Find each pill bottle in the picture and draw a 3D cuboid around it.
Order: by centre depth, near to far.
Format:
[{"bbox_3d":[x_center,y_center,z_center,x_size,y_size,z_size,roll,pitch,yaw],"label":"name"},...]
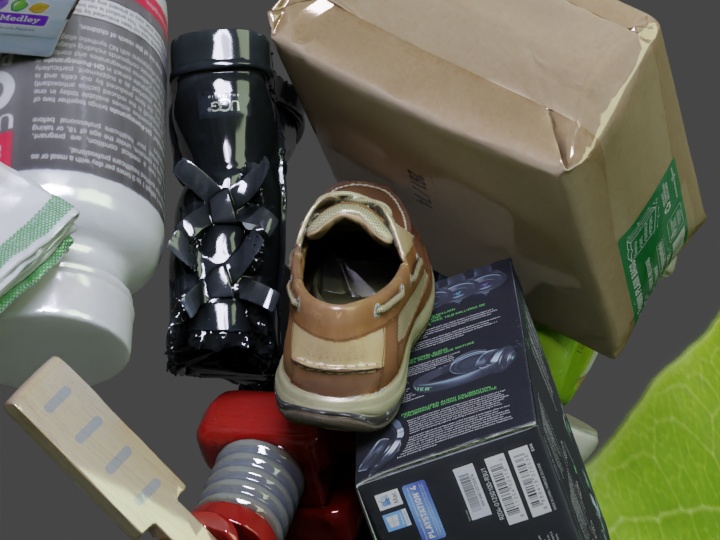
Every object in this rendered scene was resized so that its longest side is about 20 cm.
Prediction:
[{"bbox_3d":[-0.149,-0.049,1.123,0.110,0.110,0.202,28,50,-42],"label":"pill bottle"}]

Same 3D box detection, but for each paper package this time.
[{"bbox_3d":[0.071,-0.072,1.205,0.104,0.190,0.200,-53,152,-17],"label":"paper package"}]

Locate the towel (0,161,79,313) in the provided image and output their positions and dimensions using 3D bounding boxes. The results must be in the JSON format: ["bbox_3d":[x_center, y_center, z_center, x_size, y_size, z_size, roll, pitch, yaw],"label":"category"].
[{"bbox_3d":[-0.234,-0.042,0.996,0.199,0.031,0.149,36,41,5],"label":"towel"}]

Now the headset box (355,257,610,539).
[{"bbox_3d":[0.065,0.114,1.153,0.200,0.092,0.175,-91,161,-65],"label":"headset box"}]

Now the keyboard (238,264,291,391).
[{"bbox_3d":[-0.032,0.067,1.273,0.200,0.040,0.104,50,26,0],"label":"keyboard"}]

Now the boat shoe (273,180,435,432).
[{"bbox_3d":[0.000,0.000,1.121,0.200,0.075,0.074,-86,178,-62],"label":"boat shoe"}]

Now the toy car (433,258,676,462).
[{"bbox_3d":[0.093,0.020,1.367,0.149,0.176,0.200,24,1,6],"label":"toy car"}]

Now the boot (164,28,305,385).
[{"bbox_3d":[-0.065,-0.023,1.195,0.198,0.073,0.164,79,9,-80],"label":"boot"}]

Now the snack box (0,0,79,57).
[{"bbox_3d":[-0.237,-0.174,1.057,0.198,0.053,0.143,3,58,-29],"label":"snack box"}]

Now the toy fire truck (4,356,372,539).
[{"bbox_3d":[-0.071,0.110,1.100,0.177,0.127,0.201,-67,153,-46],"label":"toy fire truck"}]
